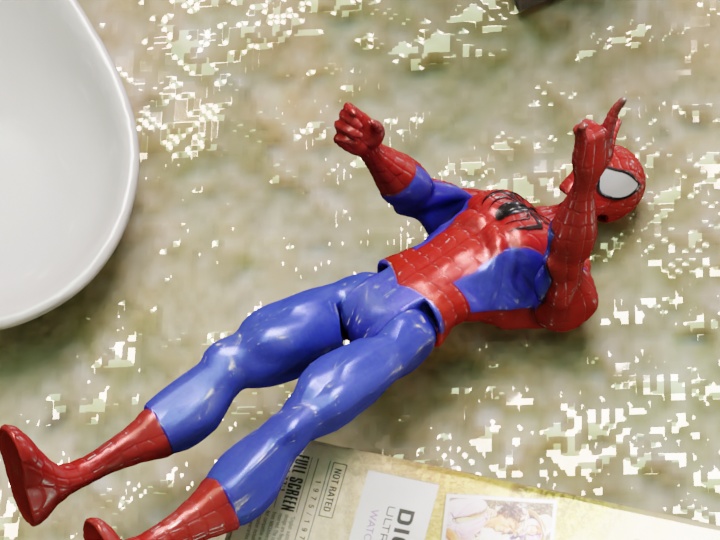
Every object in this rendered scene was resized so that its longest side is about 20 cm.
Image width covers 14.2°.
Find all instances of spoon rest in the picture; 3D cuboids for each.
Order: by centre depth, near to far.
[{"bbox_3d":[-0.117,-0.075,0.857,0.099,0.061,0.201,-9,65,6],"label":"spoon rest"}]

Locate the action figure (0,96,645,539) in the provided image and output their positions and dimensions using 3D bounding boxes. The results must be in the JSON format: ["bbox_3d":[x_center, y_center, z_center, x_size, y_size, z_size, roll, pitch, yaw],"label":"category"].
[{"bbox_3d":[0.000,0.000,0.767,0.199,0.099,0.065,-29,52,-25],"label":"action figure"}]

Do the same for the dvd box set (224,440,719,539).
[{"bbox_3d":[0.049,0.130,0.754,0.199,0.029,0.147,10,69,14],"label":"dvd box set"}]

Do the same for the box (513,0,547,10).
[{"bbox_3d":[0.029,-0.191,0.806,0.048,0.200,0.159,-22,66,-5],"label":"box"}]
